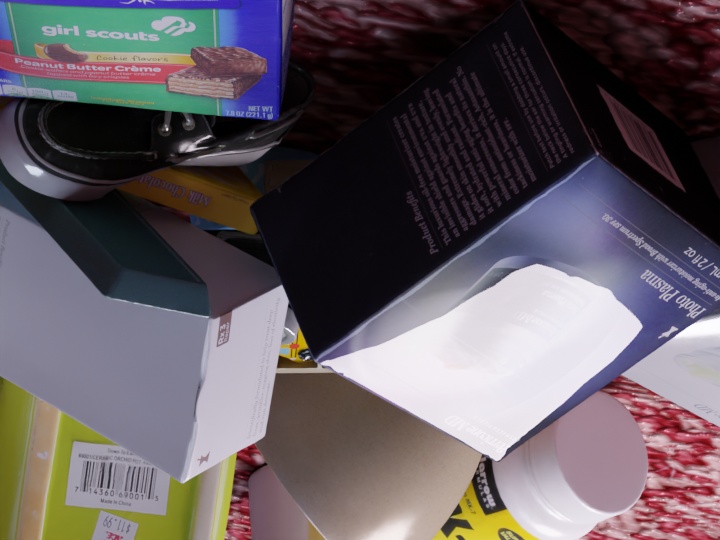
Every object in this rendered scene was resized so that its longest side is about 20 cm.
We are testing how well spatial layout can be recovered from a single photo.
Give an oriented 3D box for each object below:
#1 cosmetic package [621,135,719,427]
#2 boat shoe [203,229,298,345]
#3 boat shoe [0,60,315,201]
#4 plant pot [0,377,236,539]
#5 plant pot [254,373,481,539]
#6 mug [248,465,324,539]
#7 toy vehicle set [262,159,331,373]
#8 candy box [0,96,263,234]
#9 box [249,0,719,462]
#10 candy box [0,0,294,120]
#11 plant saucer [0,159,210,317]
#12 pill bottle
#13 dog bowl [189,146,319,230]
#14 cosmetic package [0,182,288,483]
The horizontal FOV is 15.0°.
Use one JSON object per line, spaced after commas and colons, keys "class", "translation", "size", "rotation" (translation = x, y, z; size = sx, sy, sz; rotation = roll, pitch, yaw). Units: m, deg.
{"class": "cosmetic package", "translation": [0.261, 0.006, 1.655], "size": [0.199, 0.124, 0.199], "rotation": [-12, 153, 38]}
{"class": "boat shoe", "translation": [-0.110, 0.004, 1.635], "size": [0.199, 0.061, 0.076], "rotation": [7, 158, 33]}
{"class": "boat shoe", "translation": [-0.110, -0.089, 1.498], "size": [0.199, 0.071, 0.064], "rotation": [-14, 167, -44]}
{"class": "plant pot", "translation": [-0.191, 0.141, 1.893], "size": [0.199, 0.200, 0.181], "rotation": [10, 177, -22]}
{"class": "plant pot", "translation": [0.013, 0.092, 1.861], "size": [0.134, 0.201, 0.200], "rotation": [-36, 148, 8]}
{"class": "mug", "translation": [-0.018, 0.244, 2.255], "size": [0.149, 0.154, 0.187], "rotation": [13, 156, -20]}
{"class": "toy vehicle set", "translation": [0.000, 0.000, 1.672], "size": [0.123, 0.027, 0.200], "rotation": [-1, 147, -4]}
{"class": "candy box", "translation": [-0.153, -0.078, 1.557], "size": [0.199, 0.102, 0.026], "rotation": [19, 110, -34]}
{"class": "box", "translation": [0.083, -0.014, 1.531], "size": [0.198, 0.124, 0.200], "rotation": [-36, 143, 19]}
{"class": "candy box", "translation": [-0.117, -0.154, 1.369], "size": [0.168, 0.077, 0.200], "rotation": [5, 157, 0]}
{"class": "plant saucer", "translation": [-0.150, -0.032, 1.496], "size": [0.070, 0.019, 0.200], "rotation": [12, -161, -37]}
{"class": "pill bottle", "translation": [0.117, 0.158, 2.069], "size": [0.114, 0.115, 0.200], "rotation": [18, 154, -33]}
{"class": "dog bowl", "translation": [-0.019, -0.022, 1.724], "size": [0.199, 0.050, 0.111], "rotation": [16, 155, -29]}
{"class": "cosmetic package", "translation": [-0.144, 0.022, 1.559], "size": [0.199, 0.113, 0.081], "rotation": [28, -148, 25]}
